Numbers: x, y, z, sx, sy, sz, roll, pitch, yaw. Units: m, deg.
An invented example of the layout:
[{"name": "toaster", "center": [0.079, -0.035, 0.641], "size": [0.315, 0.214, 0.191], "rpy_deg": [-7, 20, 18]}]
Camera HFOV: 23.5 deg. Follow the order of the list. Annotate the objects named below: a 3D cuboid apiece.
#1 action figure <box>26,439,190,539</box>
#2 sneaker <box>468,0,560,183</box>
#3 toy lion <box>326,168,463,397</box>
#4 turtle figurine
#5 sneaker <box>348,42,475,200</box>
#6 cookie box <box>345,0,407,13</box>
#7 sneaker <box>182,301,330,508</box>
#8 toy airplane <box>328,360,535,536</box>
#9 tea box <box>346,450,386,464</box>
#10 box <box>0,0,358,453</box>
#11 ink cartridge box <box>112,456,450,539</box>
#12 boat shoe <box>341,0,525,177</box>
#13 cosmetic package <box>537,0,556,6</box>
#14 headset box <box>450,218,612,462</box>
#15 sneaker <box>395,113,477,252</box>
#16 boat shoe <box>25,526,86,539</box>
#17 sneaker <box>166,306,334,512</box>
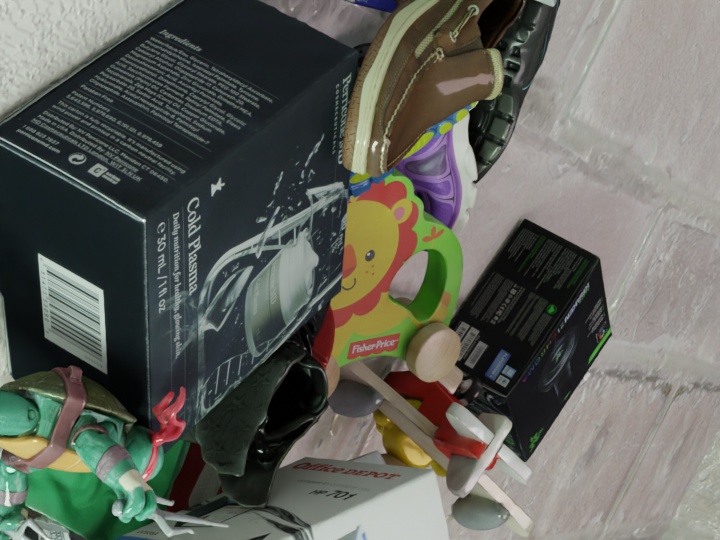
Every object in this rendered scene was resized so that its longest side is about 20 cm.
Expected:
[{"name": "action figure", "center": [-0.146, 0.091, 1.150], "size": [0.118, 0.055, 0.201], "rpy_deg": [38, 61, -25]}, {"name": "sneaker", "center": [0.116, -0.155, 1.416], "size": [0.079, 0.075, 0.201], "rpy_deg": [-2, 118, -66]}, {"name": "toy lion", "center": [0.000, 0.000, 1.321], "size": [0.199, 0.069, 0.193], "rpy_deg": [-8, 122, -38]}, {"name": "turtle figurine", "center": [-0.177, 0.101, 0.956], "size": [0.149, 0.199, 0.101], "rpy_deg": [-31, -135, 47]}, {"name": "sneaker", "center": [-0.002, -0.111, 1.230], "size": [0.199, 0.083, 0.071], "rpy_deg": [-34, 155, -19]}, {"name": "cookie box", "center": [0.040, -0.256, 1.147], "size": [0.200, 0.075, 0.172], "rpy_deg": [-5, 119, -63]}, {"name": "sneaker", "center": [-0.051, 0.068, 1.133], "size": [0.200, 0.104, 0.060], "rpy_deg": [-49, 126, -33]}, {"name": "toy airplane", "center": [0.058, 0.153, 1.490], "size": [0.141, 0.200, 0.199], "rpy_deg": [-45, 158, 2]}, {"name": "tea box", "center": [-0.061, 0.261, 1.308], "size": [0.195, 0.134, 0.200], "rpy_deg": [-18, 155, -20]}, {"name": "box", "center": [-0.109, -0.031, 1.038], "size": [0.197, 0.123, 0.201], "rpy_deg": [-44, 151, -38]}, {"name": "ink cartridge box", "center": [-0.060, 0.189, 1.069], "size": [0.199, 0.146, 0.087], "rpy_deg": [-21, 100, -36]}, {"name": "boat shoe", "center": [0.052, -0.129, 1.062], "size": [0.075, 0.074, 0.203], "rpy_deg": [93, 18, -49]}, {"name": "cosmetic package", "center": [0.117, -0.274, 1.066], "size": [0.201, 0.106, 0.090], "rpy_deg": [-57, 154, -15]}, {"name": "headset box", "center": [0.168, 0.077, 1.754], "size": [0.175, 0.092, 0.200], "rpy_deg": [-54, 156, -16]}, {"name": "sneaker", "center": [0.039, -0.098, 1.350], "size": [0.083, 0.081, 0.201], "rpy_deg": [-25, 134, -28]}, {"name": "boat shoe", "center": [-0.203, 0.232, 1.209], "size": [0.066, 0.070, 0.200], "rpy_deg": [-20, 150, -1]}, {"name": "sneaker", "center": [-0.102, 0.096, 1.243], "size": [0.201, 0.078, 0.115], "rpy_deg": [-56, -159, -22]}]
